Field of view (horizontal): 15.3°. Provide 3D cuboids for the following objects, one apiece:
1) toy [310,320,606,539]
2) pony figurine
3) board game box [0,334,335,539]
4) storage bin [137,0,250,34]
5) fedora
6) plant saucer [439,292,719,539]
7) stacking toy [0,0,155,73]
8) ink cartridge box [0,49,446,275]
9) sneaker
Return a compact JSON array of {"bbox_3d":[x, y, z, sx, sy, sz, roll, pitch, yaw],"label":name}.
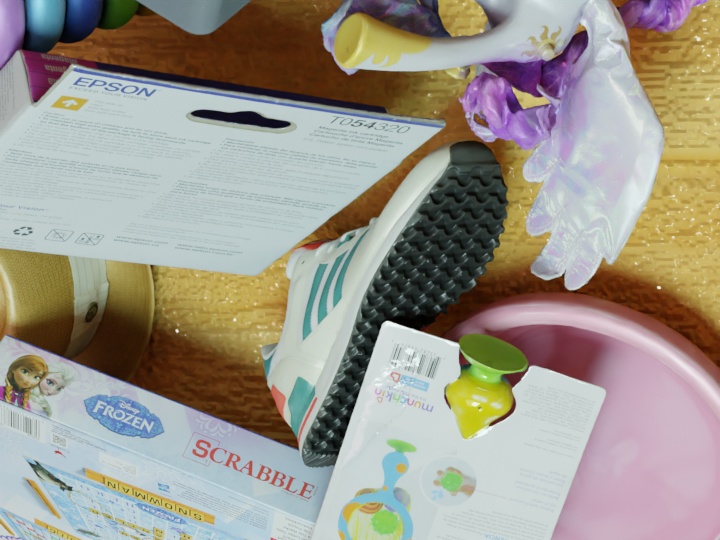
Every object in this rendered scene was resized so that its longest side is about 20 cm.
[{"bbox_3d":[0.039,0.119,1.352,0.114,0.047,0.201,17,118,-3],"label":"toy"},{"bbox_3d":[0.082,-0.114,1.187,0.193,0.199,0.167,-53,43,31],"label":"pony figurine"},{"bbox_3d":[-0.111,0.137,1.460,0.199,0.041,0.200,22,146,7],"label":"board game box"},{"bbox_3d":[-0.040,-0.201,1.196,0.145,0.200,0.135,32,138,16],"label":"storage bin"},{"bbox_3d":[-0.208,0.009,1.466,0.199,0.082,0.202,13,123,22],"label":"fedora"},{"bbox_3d":[0.119,0.096,1.365,0.199,0.051,0.202,13,123,21],"label":"plant saucer"},{"bbox_3d":[-0.121,-0.149,1.275,0.085,0.199,0.086,37,136,47],"label":"stacking toy"},{"bbox_3d":[-0.091,-0.058,1.288,0.200,0.195,0.044,-38,52,51],"label":"ink cartridge box"},{"bbox_3d":[0.000,0.000,1.339,0.094,0.070,0.200,53,132,35],"label":"sneaker"}]
